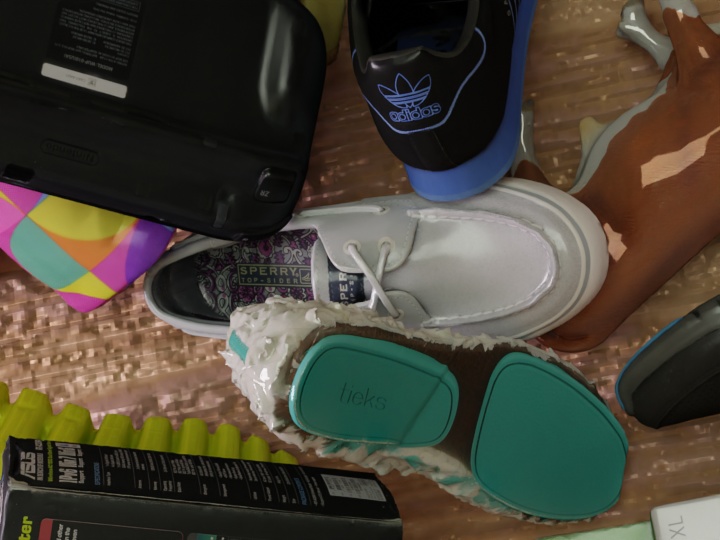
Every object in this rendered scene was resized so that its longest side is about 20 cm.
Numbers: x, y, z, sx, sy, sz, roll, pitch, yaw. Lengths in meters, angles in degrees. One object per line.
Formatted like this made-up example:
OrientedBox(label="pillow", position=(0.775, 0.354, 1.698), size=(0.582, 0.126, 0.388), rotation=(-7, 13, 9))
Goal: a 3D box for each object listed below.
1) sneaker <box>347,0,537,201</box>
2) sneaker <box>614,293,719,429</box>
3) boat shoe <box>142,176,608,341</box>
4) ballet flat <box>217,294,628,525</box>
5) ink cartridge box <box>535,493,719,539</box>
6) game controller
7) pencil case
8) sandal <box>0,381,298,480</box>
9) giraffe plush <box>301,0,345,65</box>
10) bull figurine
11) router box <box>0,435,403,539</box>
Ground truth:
OrientedBox(label="sneaker", position=(0.034, -0.126, 0.747), size=(0.070, 0.078, 0.201), rotation=(-12, 49, 16))
OrientedBox(label="sneaker", position=(0.201, 0.035, 0.721), size=(0.199, 0.073, 0.083), rotation=(-18, 78, 10))
OrientedBox(label="boat shoe", position=(0.000, 0.000, 0.744), size=(0.199, 0.068, 0.073), rotation=(4, 104, 29))
OrientedBox(label="ballet flat", position=(0.026, 0.049, 0.718), size=(0.071, 0.199, 0.072), rotation=(-23, 57, 39))
OrientedBox(label="ink cartridge box", position=(0.170, 0.137, 0.716), size=(0.198, 0.059, 0.105), rotation=(-12, 78, 10))
OrientedBox(label="game controller", position=(-0.107, -0.080, 0.701), size=(0.199, 0.042, 0.105), rotation=(15, 73, -22))
OrientedBox(label="pencil case", position=(-0.152, -0.072, 0.744), size=(0.200, 0.088, 0.088), rotation=(41, 90, -21))
OrientedBox(label="sandal", position=(-0.102, 0.109, 0.782), size=(0.198, 0.080, 0.088), rotation=(14, 117, 8))
OrientedBox(label="giraffe plush", position=(-0.078, -0.190, 0.793), size=(0.199, 0.173, 0.163), rotation=(-2, 58, 23))
OrientedBox(label="bull figurine", position=(0.131, -0.057, 0.758), size=(0.200, 0.065, 0.122), rotation=(-40, 72, 2))
OrientedBox(label="router box", position=(-0.075, 0.172, 0.704), size=(0.149, 0.062, 0.202), rotation=(7, 102, -13))
